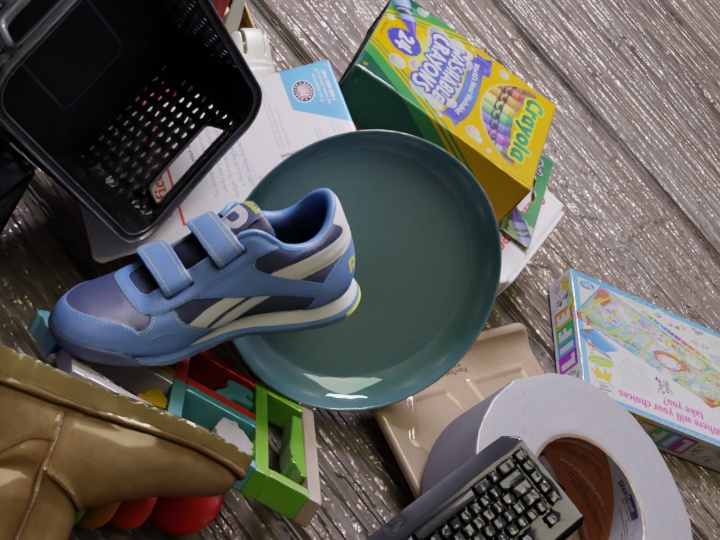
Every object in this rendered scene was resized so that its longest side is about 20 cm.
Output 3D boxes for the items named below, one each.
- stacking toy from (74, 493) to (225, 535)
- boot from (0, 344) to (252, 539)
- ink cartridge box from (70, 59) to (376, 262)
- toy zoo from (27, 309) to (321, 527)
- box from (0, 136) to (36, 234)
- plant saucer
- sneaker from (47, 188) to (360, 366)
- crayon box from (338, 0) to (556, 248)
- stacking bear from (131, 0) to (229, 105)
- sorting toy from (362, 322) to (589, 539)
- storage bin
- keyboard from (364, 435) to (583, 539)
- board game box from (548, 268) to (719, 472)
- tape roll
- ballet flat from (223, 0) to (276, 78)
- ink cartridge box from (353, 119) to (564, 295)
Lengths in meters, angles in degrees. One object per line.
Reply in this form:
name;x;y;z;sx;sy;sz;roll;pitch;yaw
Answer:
stacking toy;-0.166;0.115;0.672;0.199;0.085;0.086;13;50;-34
boot;-0.164;0.156;0.596;0.174;0.066;0.202;26;77;-26
ink cartridge box;-0.099;-0.063;0.834;0.198;0.068;0.116;-16;63;-9
toy zoo;-0.115;0.077;0.734;0.199;0.021;0.131;31;13;-13
box;-0.318;-0.040;0.669;0.164;0.086;0.200;41;42;-3
plant saucer;0.000;0.000;0.801;0.199;0.201;0.027;23;12;-21
sneaker;-0.093;0.000;0.709;0.198;0.083;0.074;-15;38;-26
crayon box;0.082;-0.124;0.944;0.199;0.052;0.126;35;42;-9
stacking bear;-0.216;-0.213;0.871;0.199;0.114;0.121;35;38;7
sorting toy;0.102;0.148;0.885;0.184;0.036;0.201;-10;69;-41
storage bin;-0.158;-0.123;0.701;0.094;0.200;0.135;38;81;25
keyboard;0.056;0.204;0.712;0.199;0.021;0.127;-35;79;-15
board game box;0.261;0.092;1.046;0.199;0.034;0.135;22;46;-22
tape roll;0.141;0.176;0.822;0.199;0.066;0.202;19;53;-27
ballet flat;-0.111;-0.197;0.970;0.068;0.063;0.201;-7;62;-40
ink cartridge box;0.055;-0.067;0.978;0.200;0.083;0.145;44;41;2
